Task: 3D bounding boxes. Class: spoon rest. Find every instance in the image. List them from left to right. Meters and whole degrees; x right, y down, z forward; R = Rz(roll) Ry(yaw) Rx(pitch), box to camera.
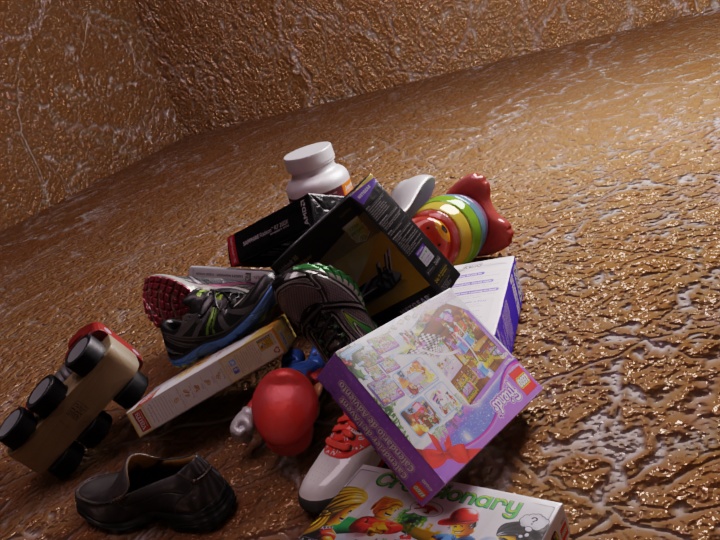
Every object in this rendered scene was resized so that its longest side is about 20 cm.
[{"bbox_3d":[0.051,-0.086,1.034,0.060,0.100,0.199,39,27,21],"label":"spoon rest"}]

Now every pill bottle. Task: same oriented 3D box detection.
[{"bbox_3d":[-0.060,-0.108,1.261,0.111,0.203,0.113,-16,21,6],"label":"pill bottle"}]

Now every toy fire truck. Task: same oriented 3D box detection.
[{"bbox_3d":[-0.364,0.151,0.962,0.176,0.129,0.200,-48,31,-4],"label":"toy fire truck"}]

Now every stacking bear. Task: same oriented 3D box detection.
[{"bbox_3d":[0.115,-0.050,1.041,0.113,0.123,0.199,-29,-2,36],"label":"stacking bear"}]

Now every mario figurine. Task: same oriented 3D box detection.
[{"bbox_3d":[-0.069,0.152,0.833,0.124,0.106,0.200,-51,2,15],"label":"mario figurine"}]

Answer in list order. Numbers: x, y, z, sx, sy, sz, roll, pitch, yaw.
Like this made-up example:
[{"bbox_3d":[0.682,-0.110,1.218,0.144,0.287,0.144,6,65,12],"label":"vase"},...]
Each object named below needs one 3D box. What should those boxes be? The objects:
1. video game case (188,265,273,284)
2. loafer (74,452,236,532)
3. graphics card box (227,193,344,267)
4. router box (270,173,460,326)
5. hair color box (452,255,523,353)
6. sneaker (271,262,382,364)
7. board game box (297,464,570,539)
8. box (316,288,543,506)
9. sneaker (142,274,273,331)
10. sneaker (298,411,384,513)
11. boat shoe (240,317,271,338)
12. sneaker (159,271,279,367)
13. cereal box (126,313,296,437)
[{"bbox_3d":[-0.128,0.011,1.130,0.180,0.024,0.199,3,-1,35],"label":"video game case"},{"bbox_3d":[-0.221,0.218,0.762,0.197,0.073,0.073,-10,23,24],"label":"loafer"},{"bbox_3d":[-0.089,-0.054,1.083,0.124,0.052,0.198,-1,-15,-45],"label":"graphics card box"},{"bbox_3d":[0.000,0.000,0.894,0.200,0.157,0.052,-36,10,49],"label":"router box"},{"bbox_3d":[0.127,0.059,0.879,0.108,0.066,0.200,-10,24,23],"label":"hair color box"},{"bbox_3d":[-0.016,0.071,0.790,0.078,0.200,0.086,-37,23,24],"label":"sneaker"},{"bbox_3d":[0.048,0.219,0.582,0.198,0.035,0.126,-1,26,39],"label":"board game box"},{"bbox_3d":[0.070,0.103,0.671,0.199,0.137,0.039,-22,-25,-51],"label":"box"},{"bbox_3d":[-0.215,0.048,1.031,0.197,0.082,0.075,9,15,18],"label":"sneaker"},{"bbox_3d":[0.003,0.135,0.726,0.200,0.109,0.067,-33,24,-33],"label":"sneaker"},{"bbox_3d":[-0.201,0.075,1.107,0.199,0.073,0.075,27,41,36],"label":"boat shoe"},{"bbox_3d":[-0.182,0.054,0.940,0.198,0.084,0.071,-29,2,24],"label":"sneaker"},{"bbox_3d":[-0.176,0.124,0.909,0.198,0.040,0.144,-29,3,0],"label":"cereal box"}]
